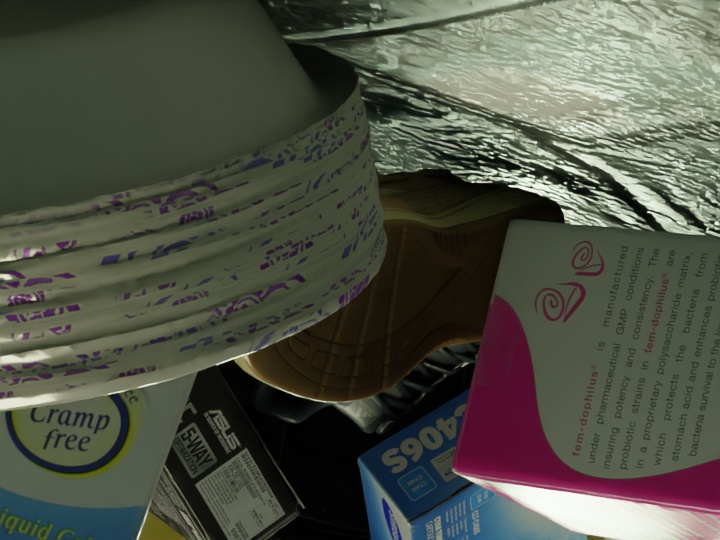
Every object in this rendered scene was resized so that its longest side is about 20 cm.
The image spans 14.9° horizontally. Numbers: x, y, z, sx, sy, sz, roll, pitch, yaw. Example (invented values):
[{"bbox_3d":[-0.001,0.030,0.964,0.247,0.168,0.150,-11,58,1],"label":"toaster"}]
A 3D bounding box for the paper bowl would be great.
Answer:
[{"bbox_3d":[-0.096,-0.036,0.873,0.200,0.105,0.201,-8,-163,2],"label":"paper bowl"}]

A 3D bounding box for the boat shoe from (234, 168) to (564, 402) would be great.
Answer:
[{"bbox_3d":[0.000,0.000,1.014,0.064,0.071,0.200,25,-162,28],"label":"boat shoe"}]

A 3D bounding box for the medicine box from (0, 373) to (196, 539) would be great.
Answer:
[{"bbox_3d":[-0.150,0.007,1.106,0.182,0.200,0.103,20,173,-4],"label":"medicine box"}]

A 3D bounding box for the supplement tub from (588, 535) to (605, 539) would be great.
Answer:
[{"bbox_3d":[0.142,0.185,1.575,0.145,0.200,0.145,19,171,3],"label":"supplement tub"}]

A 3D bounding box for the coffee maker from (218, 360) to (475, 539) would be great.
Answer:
[{"bbox_3d":[-0.028,0.097,1.422,0.135,0.192,0.200,34,167,-7],"label":"coffee maker"}]

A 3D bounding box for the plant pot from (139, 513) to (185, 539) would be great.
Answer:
[{"bbox_3d":[-0.053,0.117,1.618,0.200,0.189,0.201,19,170,3],"label":"plant pot"}]

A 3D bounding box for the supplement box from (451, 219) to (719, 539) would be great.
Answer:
[{"bbox_3d":[0.149,0.050,0.997,0.200,0.101,0.103,7,166,33],"label":"supplement box"}]

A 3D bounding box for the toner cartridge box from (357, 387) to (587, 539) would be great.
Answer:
[{"bbox_3d":[0.056,0.126,1.272,0.043,0.095,0.200,50,164,30],"label":"toner cartridge box"}]

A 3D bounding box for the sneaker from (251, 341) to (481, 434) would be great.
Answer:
[{"bbox_3d":[0.025,0.031,1.200,0.074,0.081,0.200,35,154,-27],"label":"sneaker"}]

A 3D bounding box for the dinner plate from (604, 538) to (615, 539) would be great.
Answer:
[{"bbox_3d":[0.130,0.091,1.216,0.200,0.024,0.200,47,156,28],"label":"dinner plate"}]

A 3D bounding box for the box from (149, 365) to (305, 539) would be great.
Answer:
[{"bbox_3d":[-0.120,0.030,1.278,0.200,0.050,0.158,60,165,-22],"label":"box"}]
